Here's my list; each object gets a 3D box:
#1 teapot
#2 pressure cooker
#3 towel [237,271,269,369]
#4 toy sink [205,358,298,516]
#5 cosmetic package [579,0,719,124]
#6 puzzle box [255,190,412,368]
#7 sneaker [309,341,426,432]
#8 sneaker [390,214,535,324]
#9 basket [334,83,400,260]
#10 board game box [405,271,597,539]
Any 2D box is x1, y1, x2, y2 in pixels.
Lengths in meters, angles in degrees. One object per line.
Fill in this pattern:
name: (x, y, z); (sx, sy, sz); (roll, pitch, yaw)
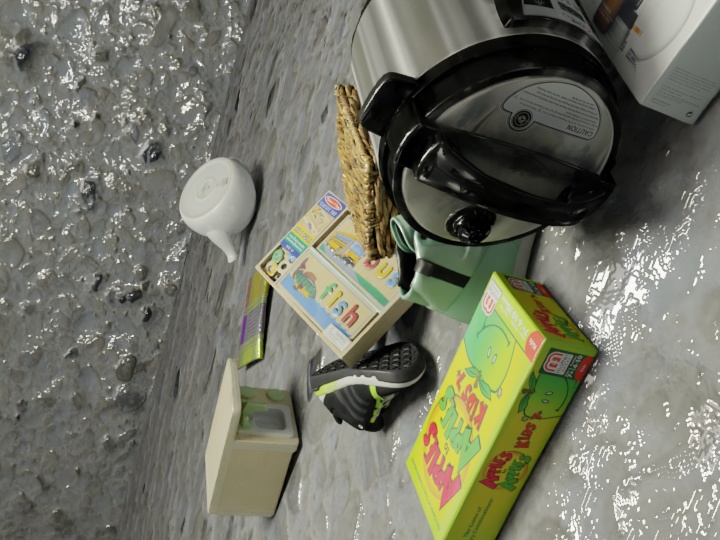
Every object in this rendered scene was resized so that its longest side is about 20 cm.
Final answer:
teapot: (-0.311, -0.156, 1.777); (0.201, 0.146, 0.197); (-51, 45, 1)
pressure cooker: (0.091, -0.114, 0.555); (0.179, 0.174, 0.201); (66, -171, -51)
towel: (-0.205, 0.086, 1.505); (0.143, 0.023, 0.202); (146, 132, -61)
toy sink: (-0.162, 0.252, 1.164); (0.131, 0.111, 0.202); (-114, 36, -59)
cosmetic package: (0.215, -0.220, 0.518); (0.201, 0.051, 0.151); (-99, 32, -46)
puzzle box: (-0.023, 0.003, 0.867); (0.133, 0.025, 0.200); (-46, 47, -4)
sneaker: (0.017, 0.134, 0.847); (0.200, 0.071, 0.083); (-20, 96, 59)
sneaker: (0.091, -0.058, 0.656); (0.074, 0.117, 0.203); (171, 112, -70)
basket: (0.059, -0.106, 0.817); (0.201, 0.147, 0.144); (-108, 12, -52)
board game box: (0.104, 0.115, 0.616); (0.102, 0.047, 0.201); (-115, 42, -59)
